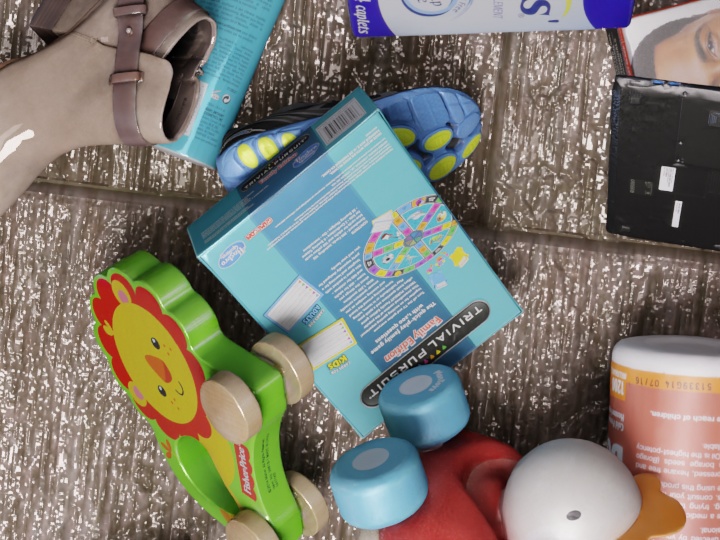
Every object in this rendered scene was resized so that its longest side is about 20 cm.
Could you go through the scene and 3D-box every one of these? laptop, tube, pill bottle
[{"bbox_3d":[0.274,-0.097,0.829,0.197,0.178,0.105,10,60,16],"label":"laptop"},{"bbox_3d":[-0.094,-0.176,0.881,0.076,0.050,0.203,20,90,-5],"label":"tube"},{"bbox_3d":[0.228,0.153,0.866,0.110,0.112,0.204,2,94,1],"label":"pill bottle"}]

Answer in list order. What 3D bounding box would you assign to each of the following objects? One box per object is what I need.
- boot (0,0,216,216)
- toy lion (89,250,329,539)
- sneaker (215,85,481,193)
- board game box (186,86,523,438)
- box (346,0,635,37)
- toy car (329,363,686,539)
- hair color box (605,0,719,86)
[{"bbox_3d":[-0.186,-0.112,0.850,0.144,0.070,0.203,18,86,27],"label":"boot"},{"bbox_3d":[-0.116,0.089,0.859,0.190,0.068,0.203,25,135,36],"label":"toy lion"},{"bbox_3d":[-0.007,-0.098,0.869,0.196,0.083,0.072,-12,121,-12],"label":"sneaker"},{"bbox_3d":[0.000,0.000,0.847,0.150,0.047,0.201,-37,123,3],"label":"board game box"},{"bbox_3d":[0.082,-0.250,0.785,0.196,0.185,0.107,-2,62,5],"label":"box"},{"bbox_3d":[0.110,0.171,0.803,0.197,0.177,0.187,-8,112,28],"label":"toy car"},{"bbox_3d":[0.284,-0.150,0.866,0.197,0.061,0.103,-15,95,3],"label":"hair color box"}]
